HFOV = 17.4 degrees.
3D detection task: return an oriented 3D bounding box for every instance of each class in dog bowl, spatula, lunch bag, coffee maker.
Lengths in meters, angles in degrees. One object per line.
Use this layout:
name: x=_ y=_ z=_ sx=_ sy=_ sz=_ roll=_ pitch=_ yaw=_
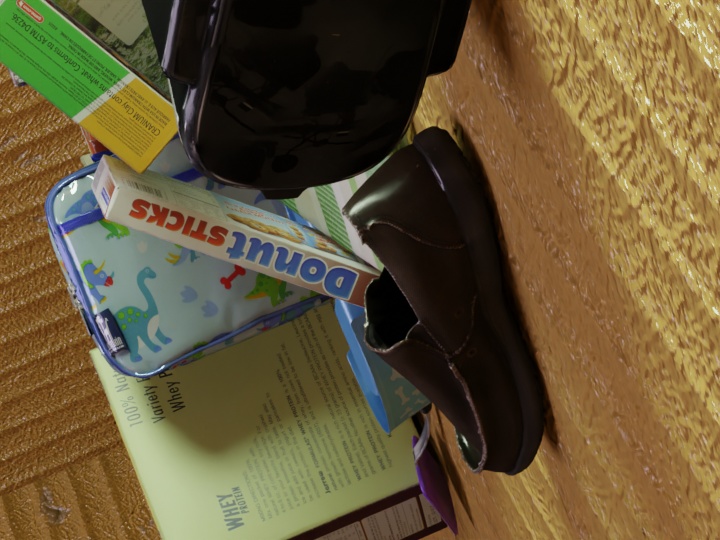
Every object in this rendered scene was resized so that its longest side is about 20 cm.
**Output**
dog bowl: x=0.000 y=0.000 z=1.456 sx=0.111 sy=0.049 sz=0.201 roll=98 pitch=150 yaw=-78
spatula: x=0.041 y=0.102 z=1.587 sx=0.200 sy=0.020 sz=0.057 roll=77 pitch=-177 yaw=-45
lunch bag: x=-0.112 y=-0.025 z=1.635 sx=0.082 sy=0.199 sz=0.161 roll=144 pitch=105 yaw=-83
coffee maker: x=-0.048 y=-0.159 z=0.901 sx=0.200 sy=0.134 sz=0.192 roll=-119 pitch=10 yaw=-45

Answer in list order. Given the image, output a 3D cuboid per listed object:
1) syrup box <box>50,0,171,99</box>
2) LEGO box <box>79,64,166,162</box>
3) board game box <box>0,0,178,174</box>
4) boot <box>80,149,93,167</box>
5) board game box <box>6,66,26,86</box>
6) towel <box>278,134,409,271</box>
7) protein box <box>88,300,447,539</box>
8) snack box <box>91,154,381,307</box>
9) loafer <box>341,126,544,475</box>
syrup box: x=-0.117 y=-0.156 z=1.369 sx=0.081 sy=0.079 sz=0.200 roll=41 pitch=-179 yaw=43
LEGO box: x=-0.114 y=-0.068 z=1.749 sx=0.077 sy=0.148 sz=0.200 roll=-119 pitch=8 yaw=-48
board game box: x=-0.172 y=-0.123 z=1.334 sx=0.153 sy=0.040 sz=0.200 roll=39 pitch=-179 yaw=-8
boot: x=-0.152 y=-0.119 z=1.868 sx=0.072 sy=0.154 sz=0.200 roll=-121 pitch=10 yaw=-55
board game box: x=-0.182 y=-0.246 z=1.558 sx=0.097 sy=0.159 sz=0.201 roll=-45 pitch=-66 yaw=-73
towel: x=-0.029 y=-0.077 z=1.289 sx=0.200 sy=0.023 sz=0.153 roll=34 pitch=151 yaw=43
protein box: x=-0.067 y=0.127 z=1.753 sx=0.135 sy=0.199 sz=0.199 roll=75 pitch=171 yaw=-67
snack box: x=-0.054 y=-0.016 z=1.338 sx=0.024 sy=0.199 sz=0.072 roll=-67 pitch=18 yaw=10
loafer: x=0.034 y=0.022 z=1.117 sx=0.073 sy=0.071 sz=0.200 roll=-120 pitch=10 yaw=-54
